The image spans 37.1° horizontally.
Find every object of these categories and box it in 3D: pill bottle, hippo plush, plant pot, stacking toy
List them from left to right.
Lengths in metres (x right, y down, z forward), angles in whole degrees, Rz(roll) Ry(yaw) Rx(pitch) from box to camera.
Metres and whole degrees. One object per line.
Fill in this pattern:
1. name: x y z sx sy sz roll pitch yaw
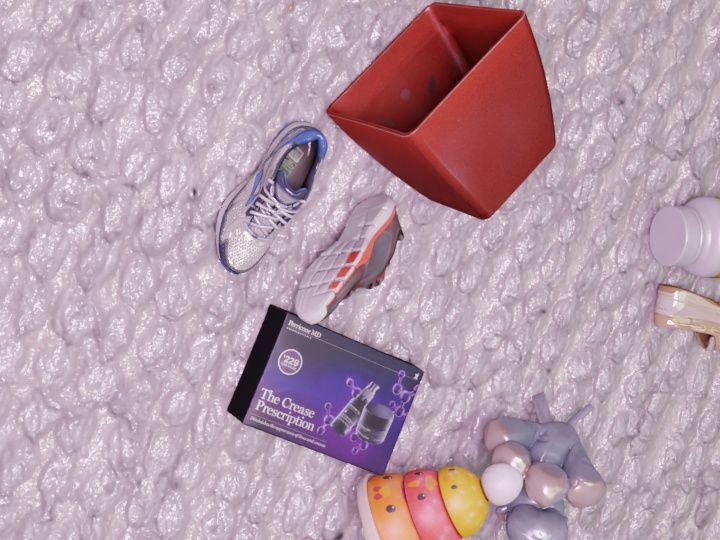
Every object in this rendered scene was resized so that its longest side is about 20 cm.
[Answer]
1. stacking toy: 0.106 0.285 1.312 0.198 0.146 0.148 -26 107 10
2. plant pot: 0.115 -0.178 1.275 0.200 0.199 0.177 -46 121 -11
3. hippo plush: 0.220 0.280 1.408 0.157 0.201 0.163 14 119 -5
4. pill bottle: 0.505 -0.046 1.484 0.197 0.111 0.113 1 96 -21

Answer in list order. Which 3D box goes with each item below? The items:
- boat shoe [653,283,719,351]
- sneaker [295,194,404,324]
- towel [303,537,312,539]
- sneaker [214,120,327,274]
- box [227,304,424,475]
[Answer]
1. boat shoe: 0.499 0.080 1.522 0.197 0.074 0.070 20 92 -13
2. sneaker: 0.000 0.000 1.284 0.201 0.076 0.082 -54 126 -29
3. towel: -0.037 0.430 1.259 0.200 0.189 0.033 -47 155 -46
4. sneaker: -0.103 -0.087 1.247 0.076 0.085 0.202 30 86 -22
5. box: -0.041 0.146 1.306 0.198 0.079 0.143 24 85 -23
